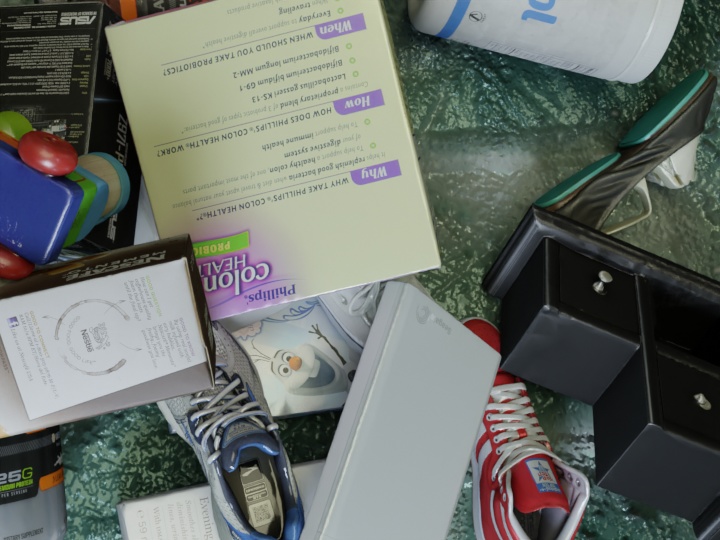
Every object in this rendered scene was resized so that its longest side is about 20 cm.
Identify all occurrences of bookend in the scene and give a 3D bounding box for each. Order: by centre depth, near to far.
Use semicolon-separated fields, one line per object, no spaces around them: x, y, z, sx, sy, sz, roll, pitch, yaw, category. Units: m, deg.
0.197;0.075;0.973;0.199;0.092;0.199;22;39;-9;bookend

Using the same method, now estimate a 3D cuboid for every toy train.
-0.241;-0.078;0.773;0.199;0.116;0.085;29;106;8;toy train

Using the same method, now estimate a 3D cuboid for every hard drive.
0.032;0.126;0.909;0.132;0.026;0.201;37;65;-43;hard drive

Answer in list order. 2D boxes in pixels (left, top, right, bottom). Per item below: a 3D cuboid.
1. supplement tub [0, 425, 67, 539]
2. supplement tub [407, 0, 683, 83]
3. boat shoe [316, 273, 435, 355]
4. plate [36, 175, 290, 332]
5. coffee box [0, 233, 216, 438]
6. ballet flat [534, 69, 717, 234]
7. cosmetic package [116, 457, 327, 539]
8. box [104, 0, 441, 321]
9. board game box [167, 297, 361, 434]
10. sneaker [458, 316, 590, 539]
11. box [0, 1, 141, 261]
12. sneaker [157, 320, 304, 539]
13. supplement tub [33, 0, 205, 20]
-0.268;0.094;0.872;0.122;0.122;0.201;-5;94;-15;supplement tub
0.149;-0.237;1.046;0.199;0.132;0.133;11;78;-11;supplement tub
0.003;-0.004;0.946;0.075;0.086;0.202;-39;92;-17;boat shoe
-0.176;-0.027;0.944;0.199;0.032;0.200;-25;82;2;plate
-0.190;0.043;0.755;0.199;0.114;0.080;-13;101;-4;coffee box
0.233;-0.085;1.080;0.200;0.068;0.069;-39;101;-7;ballet flat
-0.072;0.198;0.946;0.199;0.074;0.102;-11;84;-14;cosmetic package
-0.052;-0.083;0.853;0.175;0.097;0.201;-14;95;5;box
-0.062;0.013;0.995;0.198;0.043;0.201;-6;82;-15;board game box
0.117;0.129;0.983;0.071;0.112;0.201;-10;83;-16;sneaker
-0.258;-0.094;0.901;0.199;0.086;0.165;0;78;16;box
-0.085;0.109;0.880;0.077;0.085;0.201;-25;84;-18;sneaker
-0.148;-0.216;0.983;0.199;0.107;0.108;-11;83;-15;supplement tub
